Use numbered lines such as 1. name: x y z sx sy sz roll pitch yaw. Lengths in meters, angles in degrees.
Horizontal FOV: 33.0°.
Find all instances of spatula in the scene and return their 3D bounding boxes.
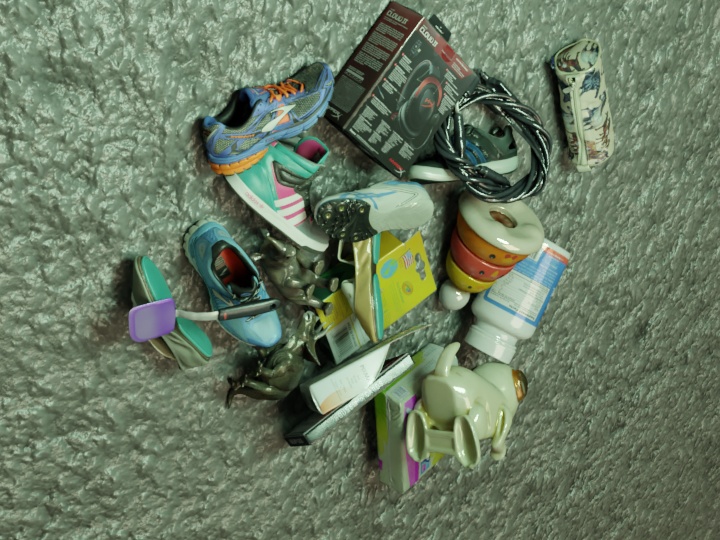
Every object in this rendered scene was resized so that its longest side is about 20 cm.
1. spatula: -0.196 0.056 1.539 0.196 0.021 0.057 -6 126 -17

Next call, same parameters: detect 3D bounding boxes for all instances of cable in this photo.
1. cable: 0.193 -0.179 1.739 0.200 0.051 0.164 48 62 -14

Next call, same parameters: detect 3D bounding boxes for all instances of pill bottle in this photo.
1. pill bottle: 0.244 0.040 1.938 0.112 0.112 0.202 24 94 -46

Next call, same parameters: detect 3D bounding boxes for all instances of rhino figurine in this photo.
1. rhino figurine: -0.095 -0.002 1.629 0.060 0.086 0.200 -63 157 -13

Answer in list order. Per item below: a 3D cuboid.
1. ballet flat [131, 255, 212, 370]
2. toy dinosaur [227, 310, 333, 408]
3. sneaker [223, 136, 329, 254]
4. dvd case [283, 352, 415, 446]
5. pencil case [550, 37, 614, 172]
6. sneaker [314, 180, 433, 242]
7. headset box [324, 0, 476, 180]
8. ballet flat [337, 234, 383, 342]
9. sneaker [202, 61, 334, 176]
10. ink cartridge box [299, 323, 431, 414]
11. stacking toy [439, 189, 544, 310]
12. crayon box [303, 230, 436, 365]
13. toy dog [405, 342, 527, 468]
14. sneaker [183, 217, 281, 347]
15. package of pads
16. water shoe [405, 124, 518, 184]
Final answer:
1. ballet flat: -0.260 0.063 1.576 0.063 0.068 0.201 -20 133 11
2. toy dinosaur: -0.121 0.147 1.700 0.101 0.077 0.201 17 121 -31
3. sneaker: -0.079 -0.112 1.606 0.121 0.084 0.200 -45 136 6
4. dvd case: -0.018 0.196 1.822 0.199 0.150 0.025 -37 91 -17
5. pencil case: 0.343 -0.251 1.874 0.090 0.077 0.202 -52 141 -31
6. sneaker: 0.012 -0.086 1.641 0.198 0.073 0.073 -7 131 -41
7. headset box: 0.055 -0.248 1.633 0.201 0.075 0.148 -54 137 1
8. ballet flat: 0.000 0.000 1.710 0.069 0.062 0.204 29 60 -79
9. sneaker: -0.114 -0.202 1.522 0.199 0.075 0.079 -40 132 -16
10. ink cartridge box: 0.011 0.143 1.773 0.197 0.162 0.051 -25 89 -9
11. stacking toy: 0.181 -0.016 1.876 0.144 0.147 0.202 -5 136 -38
12. crayon box: 0.013 0.031 1.794 0.199 0.051 0.128 -35 134 -18
13. toy dog: 0.172 0.204 1.898 0.198 0.138 0.198 -11 90 -50
14. sneaker: -0.161 0.030 1.593 0.078 0.090 0.201 -39 122 -13
15. package of pads: 0.094 0.236 1.963 0.154 0.068 0.203 -36 136 -37
16. water shoe: 0.144 -0.172 1.779 0.197 0.071 0.080 -10 95 -34
